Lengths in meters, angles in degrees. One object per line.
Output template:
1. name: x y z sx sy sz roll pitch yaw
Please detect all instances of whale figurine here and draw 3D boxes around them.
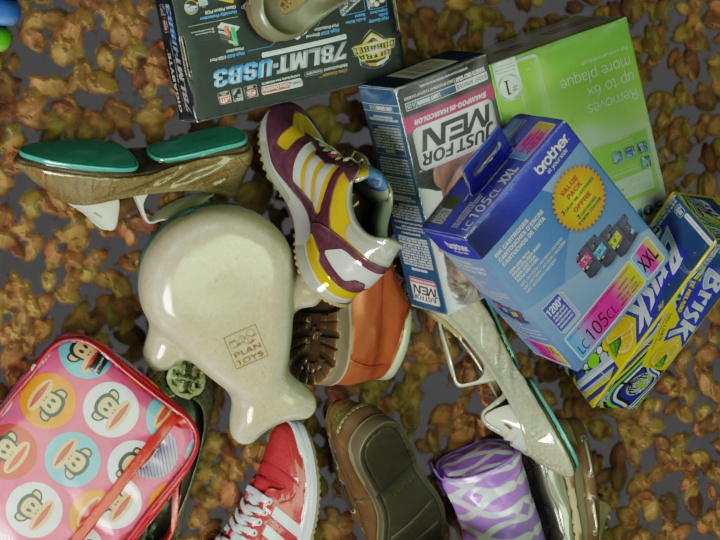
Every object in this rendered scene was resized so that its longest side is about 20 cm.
1. whale figurine: -0.106 0.039 1.539 0.159 0.104 0.201 -25 110 -6

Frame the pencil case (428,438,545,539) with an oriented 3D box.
1. pencil case: 0.126 0.252 1.684 0.085 0.084 0.201 -16 102 -3

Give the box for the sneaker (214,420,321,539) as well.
1. sneaker: -0.102 0.223 1.584 0.112 0.071 0.201 4 98 -27

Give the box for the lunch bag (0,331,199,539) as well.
1. lunch bag: -0.226 0.169 1.499 0.176 0.082 0.200 39 85 -10

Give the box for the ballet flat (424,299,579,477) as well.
1. ballet flat: 0.119 0.103 1.648 0.062 0.067 0.201 -28 80 -7

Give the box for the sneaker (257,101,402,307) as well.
1. sneaker: -0.018 -0.071 1.520 0.090 0.201 0.075 -39 145 29

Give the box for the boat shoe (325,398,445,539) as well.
1. boat shoe: 0.020 0.190 1.636 0.072 0.068 0.201 -33 130 -25

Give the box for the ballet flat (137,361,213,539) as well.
1. ballet flat: -0.161 0.159 1.562 0.067 0.046 0.201 13 92 -25

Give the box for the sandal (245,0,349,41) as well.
1. sandal: -0.010 -0.261 1.514 0.200 0.054 0.080 -47 113 -13

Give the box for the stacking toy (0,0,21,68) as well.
1. stacking toy: -0.301 -0.179 1.444 0.085 0.085 0.201 8 101 -24

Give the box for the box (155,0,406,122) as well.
1. box: -0.071 -0.239 1.544 0.199 0.050 0.199 -16 104 -22

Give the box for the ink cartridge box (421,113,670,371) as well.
1. ink cartridge box: 0.146 -0.035 1.552 0.137 0.076 0.200 -50 116 -13

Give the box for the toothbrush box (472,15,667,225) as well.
1. toothbrush box: 0.176 -0.109 1.650 0.145 0.086 0.201 -20 106 -21

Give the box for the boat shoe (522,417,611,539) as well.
1. boat shoe: 0.197 0.228 1.714 0.072 0.076 0.201 -18 106 -22

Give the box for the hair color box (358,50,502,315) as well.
1. hair color box: 0.074 -0.075 1.584 0.100 0.060 0.201 -24 111 -28

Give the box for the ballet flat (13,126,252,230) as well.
1. ballet flat: -0.182 -0.071 1.520 0.199 0.068 0.073 -8 119 -26

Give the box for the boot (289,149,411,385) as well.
1. boot: 0.000 0.000 1.606 0.107 0.075 0.201 7 89 -44

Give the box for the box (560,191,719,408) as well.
1. box: 0.260 0.028 1.658 0.064 0.070 0.200 4 129 -42
